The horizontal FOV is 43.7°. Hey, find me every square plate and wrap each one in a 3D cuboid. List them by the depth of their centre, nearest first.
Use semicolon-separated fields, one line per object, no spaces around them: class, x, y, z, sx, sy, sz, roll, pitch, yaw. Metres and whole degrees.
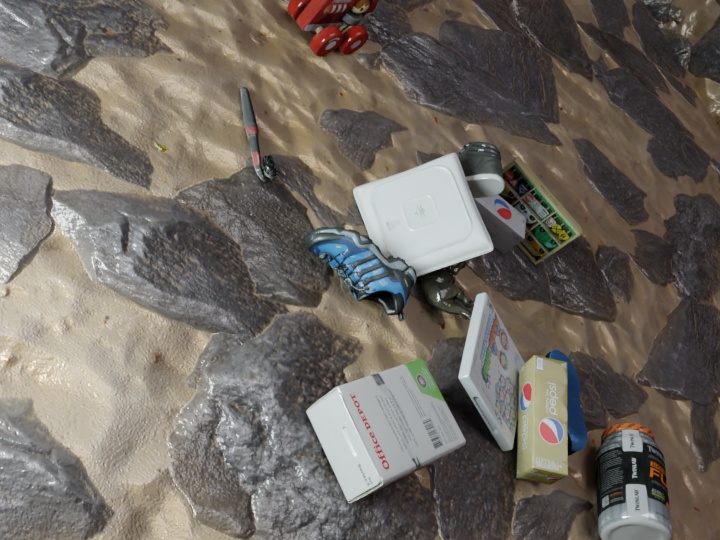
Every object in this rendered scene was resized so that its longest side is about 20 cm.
square plate;0.105;-0.093;1.547;0.028;0.196;0.202;71;0;-67

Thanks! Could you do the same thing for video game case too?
video game case;0.226;0.169;1.520;0.183;0.024;0.201;57;33;-29

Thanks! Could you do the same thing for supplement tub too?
supplement tub;0.474;0.377;1.573;0.122;0.122;0.201;32;43;-22

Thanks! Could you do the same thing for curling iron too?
curling iron;-0.175;-0.226;1.488;0.049;0.025;0.201;31;34;-55

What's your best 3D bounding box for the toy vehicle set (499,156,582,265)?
toy vehicle set;0.338;-0.119;1.821;0.200;0.124;0.027;47;39;-5

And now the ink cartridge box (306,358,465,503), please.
ink cartridge box;0.039;0.226;1.296;0.199;0.084;0.146;-11;68;-48

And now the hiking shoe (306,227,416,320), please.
hiking shoe;0.000;0.000;1.431;0.199;0.074;0.087;26;58;-17

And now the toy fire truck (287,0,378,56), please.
toy fire truck;-0.031;-0.512;1.732;0.199;0.168;0.113;-21;76;-50

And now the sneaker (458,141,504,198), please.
sneaker;0.175;-0.187;1.679;0.071;0.198;0.100;65;31;-48

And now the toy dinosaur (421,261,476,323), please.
toy dinosaur;0.142;0.028;1.575;0.101;0.077;0.202;0;65;-29

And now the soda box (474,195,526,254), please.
soda box;0.236;-0.124;1.775;0.199;0.064;0.068;37;41;-18

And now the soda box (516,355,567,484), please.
soda box;0.306;0.251;1.511;0.063;0.068;0.202;14;60;-10

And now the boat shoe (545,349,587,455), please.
boat shoe;0.348;0.235;1.607;0.084;0.069;0.201;23;45;-19
